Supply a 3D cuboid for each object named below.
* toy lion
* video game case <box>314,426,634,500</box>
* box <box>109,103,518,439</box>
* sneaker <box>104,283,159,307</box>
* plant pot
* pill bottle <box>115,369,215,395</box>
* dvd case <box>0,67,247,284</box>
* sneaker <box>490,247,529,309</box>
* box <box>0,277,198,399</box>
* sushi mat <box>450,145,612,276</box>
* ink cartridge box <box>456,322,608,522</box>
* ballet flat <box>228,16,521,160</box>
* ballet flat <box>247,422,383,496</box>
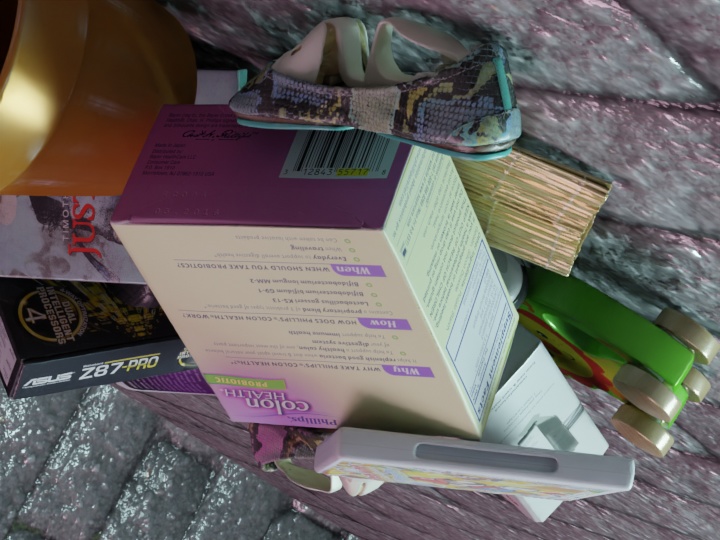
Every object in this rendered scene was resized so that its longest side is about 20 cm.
[{"bbox_3d":[0.151,0.044,1.537,0.191,0.069,0.200,33,170,13],"label":"toy lion"},{"bbox_3d":[0.067,0.126,1.407,0.181,0.023,0.200,7,172,-4],"label":"video game case"},{"bbox_3d":[-0.022,0.001,1.308,0.175,0.097,0.200,2,141,25],"label":"box"},{"bbox_3d":[-0.139,-0.057,1.531,0.081,0.200,0.074,12,139,-21],"label":"sneaker"},{"bbox_3d":[-0.204,-0.125,1.318,0.200,0.201,0.183,18,-178,40],"label":"plant pot"},{"bbox_3d":[-0.148,0.044,1.777,0.199,0.112,0.111,1,156,32],"label":"pill bottle"},{"bbox_3d":[-0.172,-0.063,1.442,0.199,0.147,0.022,4,-171,14],"label":"dvd case"},{"bbox_3d":[0.015,-0.031,1.455,0.200,0.076,0.115,27,171,17],"label":"sneaker"},{"bbox_3d":[-0.200,-0.010,1.544,0.161,0.200,0.049,-6,143,-30],"label":"box"},{"bbox_3d":[0.044,-0.059,1.288,0.199,0.012,0.096,21,147,-1],"label":"sushi mat"},{"bbox_3d":[0.081,0.079,1.574,0.147,0.083,0.200,40,174,31],"label":"ink cartridge box"},{"bbox_3d":[0.006,-0.105,1.182,0.200,0.074,0.074,10,160,40],"label":"ballet flat"},{"bbox_3d":[-0.018,0.134,1.664,0.069,0.071,0.200,-13,-175,-36],"label":"ballet flat"}]
